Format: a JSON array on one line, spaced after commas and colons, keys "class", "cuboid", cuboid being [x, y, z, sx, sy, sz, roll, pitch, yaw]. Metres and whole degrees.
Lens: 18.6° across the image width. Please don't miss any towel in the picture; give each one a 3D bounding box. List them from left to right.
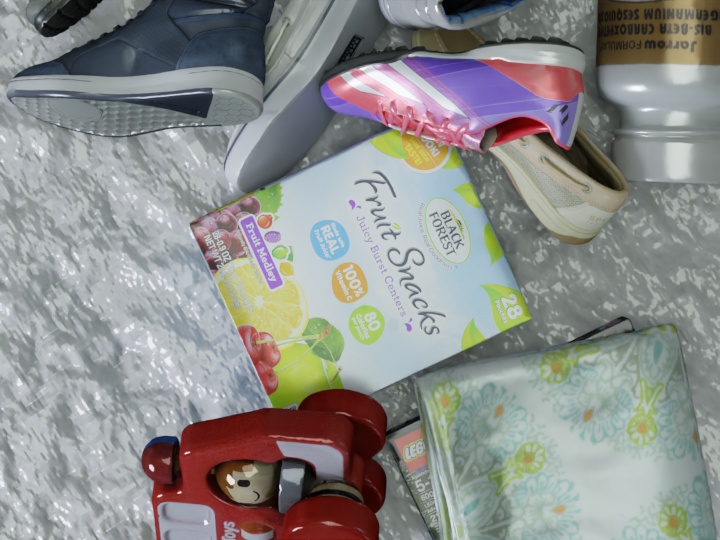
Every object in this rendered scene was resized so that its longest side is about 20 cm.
[{"class": "towel", "cuboid": [0.145, 0.139, 1.559, 0.199, 0.048, 0.172, -11, 91, -5]}]

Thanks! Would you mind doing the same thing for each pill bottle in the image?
[{"class": "pill bottle", "cuboid": [0.225, -0.163, 1.564, 0.114, 0.114, 0.201, 1, 93, -1]}]

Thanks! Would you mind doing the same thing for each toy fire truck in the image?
[{"class": "toy fire truck", "cuboid": [-0.067, 0.162, 1.536, 0.167, 0.200, 0.113, 3, 54, 2]}]

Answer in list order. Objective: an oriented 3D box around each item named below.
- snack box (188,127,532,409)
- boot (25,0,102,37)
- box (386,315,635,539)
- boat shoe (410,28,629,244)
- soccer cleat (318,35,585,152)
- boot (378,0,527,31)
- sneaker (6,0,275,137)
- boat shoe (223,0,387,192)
[{"class": "snack box", "cuboid": [0.000, 0.000, 1.590, 0.199, 0.068, 0.169, -26, 91, -2]}, {"class": "boot", "cuboid": [-0.211, -0.278, 1.588, 0.130, 0.068, 0.200, 35, 83, 3]}, {"class": "box", "cuboid": [0.135, 0.138, 1.608, 0.199, 0.038, 0.137, -26, 92, 0]}, {"class": "boat shoe", "cuboid": [0.116, -0.113, 1.566, 0.200, 0.072, 0.065, 53, 134, 12]}, {"class": "soccer cleat", "cuboid": [0.059, -0.115, 1.520, 0.199, 0.068, 0.074, -2, 80, 26]}, {"class": "boot", "cuboid": [0.114, -0.219, 1.545, 0.199, 0.095, 0.074, -31, 115, -19]}, {"class": "sneaker", "cuboid": [-0.154, -0.176, 1.583, 0.201, 0.077, 0.147, -1, 70, 21]}, {"class": "boat shoe", "cuboid": [-0.047, -0.152, 1.587, 0.066, 0.072, 0.201, 37, 102, 28]}]
